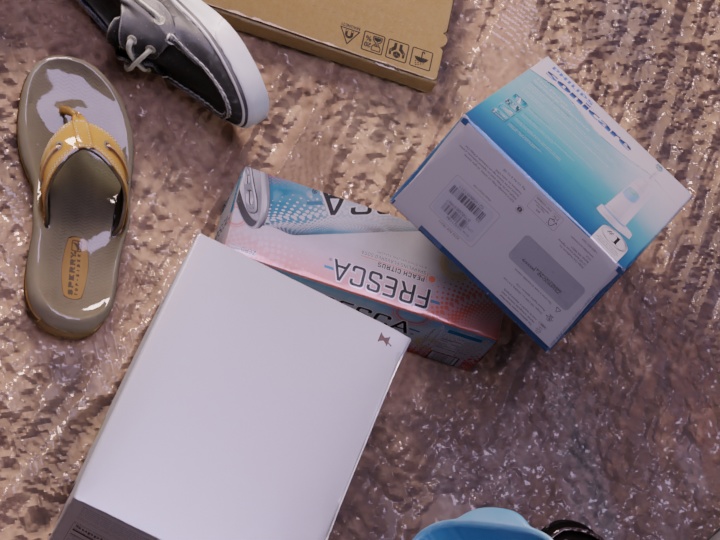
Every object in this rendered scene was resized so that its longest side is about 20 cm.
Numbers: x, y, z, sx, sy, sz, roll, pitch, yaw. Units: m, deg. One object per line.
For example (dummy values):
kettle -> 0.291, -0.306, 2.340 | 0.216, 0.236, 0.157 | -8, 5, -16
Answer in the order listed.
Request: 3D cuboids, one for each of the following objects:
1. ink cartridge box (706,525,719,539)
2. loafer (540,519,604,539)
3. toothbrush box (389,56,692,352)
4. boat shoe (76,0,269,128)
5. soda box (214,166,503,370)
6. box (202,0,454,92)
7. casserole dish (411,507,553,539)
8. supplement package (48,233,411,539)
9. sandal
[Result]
ink cartridge box -> 0.302, 0.217, 1.632 | 0.145, 0.084, 0.200 | 45, 61, 5
loafer -> 0.137, 0.254, 1.571 | 0.073, 0.071, 0.201 | 13, 64, -12
toothbrush box -> 0.126, -0.049, 1.638 | 0.146, 0.085, 0.200 | 43, 27, 3
boat shoe -> -0.145, -0.165, 1.668 | 0.064, 0.071, 0.200 | -36, 74, -28
soda box -> 0.000, 0.000, 1.642 | 0.199, 0.064, 0.069 | 18, 63, -10
box -> -0.024, -0.231, 1.757 | 0.199, 0.021, 0.164 | 17, 63, -10
casserole dish -> 0.063, 0.246, 1.541 | 0.121, 0.039, 0.200 | 2, 55, 32
supplement package -> -0.084, 0.109, 1.541 | 0.155, 0.111, 0.200 | 26, 62, -5
sandal -> -0.187, -0.055, 1.610 | 0.080, 0.054, 0.201 | 5, 66, -15
